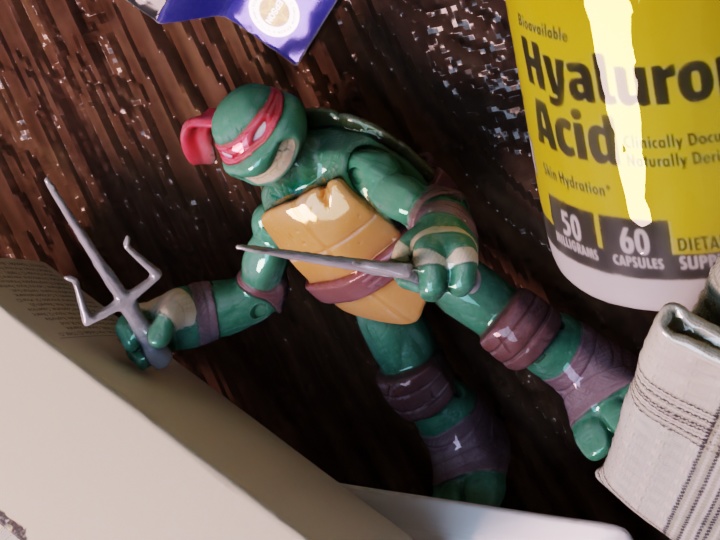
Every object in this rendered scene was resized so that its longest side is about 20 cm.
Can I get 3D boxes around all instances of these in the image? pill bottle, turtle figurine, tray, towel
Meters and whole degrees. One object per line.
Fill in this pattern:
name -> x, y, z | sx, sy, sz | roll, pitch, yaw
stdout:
pill bottle -> 0.097, -0.097, 0.825 | 0.111, 0.111, 0.200 | -1, 117, 23
turtle figurine -> 0.000, 0.000, 0.929 | 0.200, 0.101, 0.150 | 41, 146, -24
tray -> 0.012, 0.115, 1.005 | 0.200, 0.022, 0.107 | 7, 149, 23
towel -> 0.164, 0.083, 0.824 | 0.193, 0.035, 0.200 | 35, 158, 10

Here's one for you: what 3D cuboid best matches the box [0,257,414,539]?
box -> -0.074, 0.076, 0.956 | 0.200, 0.082, 0.068 | 36, 103, 21

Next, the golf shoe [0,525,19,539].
golf shoe -> -0.091, 0.173, 1.087 | 0.097, 0.078, 0.200 | -28, 111, 19

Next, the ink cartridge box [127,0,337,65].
ink cartridge box -> -0.087, -0.154, 0.918 | 0.200, 0.037, 0.095 | 33, 125, -1
